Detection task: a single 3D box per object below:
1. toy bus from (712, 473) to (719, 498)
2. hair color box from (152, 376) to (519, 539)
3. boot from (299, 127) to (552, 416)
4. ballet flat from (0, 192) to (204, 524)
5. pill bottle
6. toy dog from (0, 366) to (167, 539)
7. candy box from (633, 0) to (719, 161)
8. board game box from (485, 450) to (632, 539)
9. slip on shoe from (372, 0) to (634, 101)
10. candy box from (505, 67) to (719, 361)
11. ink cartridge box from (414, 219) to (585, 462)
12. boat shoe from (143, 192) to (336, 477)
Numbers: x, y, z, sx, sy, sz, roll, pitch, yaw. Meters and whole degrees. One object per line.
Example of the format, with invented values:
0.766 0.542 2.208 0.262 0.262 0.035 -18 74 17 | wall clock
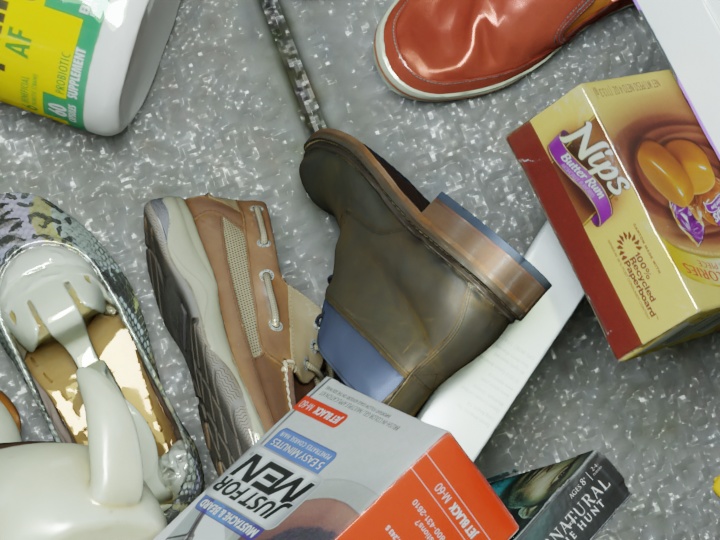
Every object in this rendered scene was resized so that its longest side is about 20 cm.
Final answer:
0.217 0.101 0.998 0.192 0.136 0.200 -44 52 25 | toy bus
-0.045 0.140 0.985 0.200 0.111 0.064 -44 117 -15 | hair color box
0.000 0.000 1.118 0.075 0.200 0.097 41 87 -32 | boot
-0.130 0.044 1.151 0.072 0.072 0.201 -27 79 -7 | ballet flat
-0.194 -0.148 1.169 0.200 0.113 0.113 20 78 2 | pill bottle
-0.181 0.116 1.084 0.139 0.200 0.194 -10 119 -37 | toy dog
0.239 -0.097 1.133 0.200 0.072 0.168 -16 75 -47 | candy box
0.018 0.160 1.020 0.028 0.135 0.200 48 65 -6 | board game box
0.097 -0.146 1.202 0.200 0.061 0.074 -24 81 -5 | slip on shoe
0.168 -0.035 1.122 0.200 0.056 0.117 -13 73 -47 | candy box
0.051 0.062 1.135 0.039 0.099 0.200 35 80 3 | ink cartridge box
-0.045 0.038 1.130 0.072 0.076 0.200 -12 56 -15 | boat shoe
